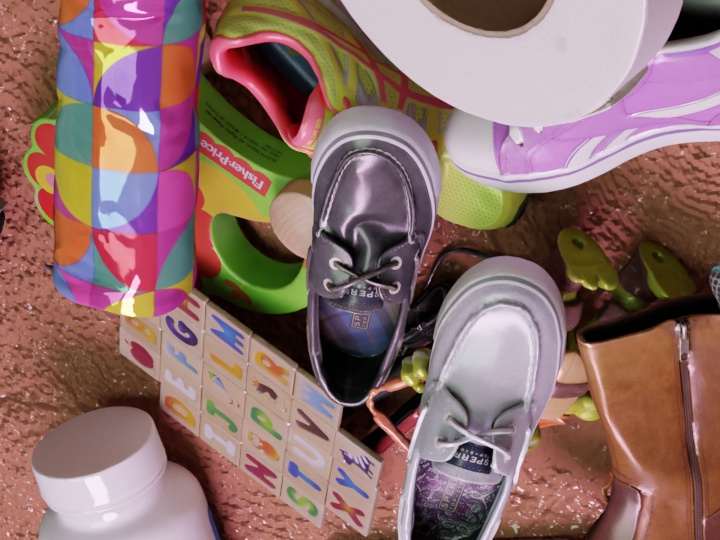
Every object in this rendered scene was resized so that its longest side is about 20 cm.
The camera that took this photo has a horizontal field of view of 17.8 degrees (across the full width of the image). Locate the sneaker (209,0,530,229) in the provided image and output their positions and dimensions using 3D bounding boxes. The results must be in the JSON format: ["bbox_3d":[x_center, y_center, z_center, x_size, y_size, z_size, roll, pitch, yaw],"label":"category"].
[{"bbox_3d":[-0.001,-0.079,1.228,0.200,0.090,0.078,36,131,2],"label":"sneaker"}]

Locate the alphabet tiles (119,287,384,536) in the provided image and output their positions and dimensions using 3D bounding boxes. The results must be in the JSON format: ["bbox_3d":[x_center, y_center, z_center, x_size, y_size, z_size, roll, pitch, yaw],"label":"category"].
[{"bbox_3d":[-0.069,0.080,1.390,0.200,0.006,0.167,36,152,15],"label":"alphabet tiles"}]

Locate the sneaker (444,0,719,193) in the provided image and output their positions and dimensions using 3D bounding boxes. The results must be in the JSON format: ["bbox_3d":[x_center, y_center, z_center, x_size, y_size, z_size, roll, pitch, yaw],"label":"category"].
[{"bbox_3d":[0.113,-0.101,1.127,0.200,0.073,0.114,-15,154,28],"label":"sneaker"}]

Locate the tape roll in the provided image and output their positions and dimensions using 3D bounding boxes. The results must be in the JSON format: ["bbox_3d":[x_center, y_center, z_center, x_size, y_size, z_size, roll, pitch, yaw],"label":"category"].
[{"bbox_3d":[0.056,-0.159,1.042,0.202,0.037,0.203,28,140,27],"label":"tape roll"}]

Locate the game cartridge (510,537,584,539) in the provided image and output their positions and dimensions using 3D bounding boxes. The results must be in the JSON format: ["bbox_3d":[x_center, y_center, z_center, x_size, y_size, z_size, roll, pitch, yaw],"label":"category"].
[{"bbox_3d":[0.083,0.229,1.432,0.199,0.041,0.134,-7,121,34],"label":"game cartridge"}]

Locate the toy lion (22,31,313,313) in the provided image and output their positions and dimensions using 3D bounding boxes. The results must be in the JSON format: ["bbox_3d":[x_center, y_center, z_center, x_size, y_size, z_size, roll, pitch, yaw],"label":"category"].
[{"bbox_3d":[-0.101,-0.043,1.340,0.200,0.069,0.192,35,139,5],"label":"toy lion"}]

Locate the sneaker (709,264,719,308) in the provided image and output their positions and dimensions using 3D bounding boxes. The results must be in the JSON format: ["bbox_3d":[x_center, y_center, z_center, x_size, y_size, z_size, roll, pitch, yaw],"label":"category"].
[{"bbox_3d":[0.246,-0.026,1.118,0.091,0.078,0.200,49,115,15],"label":"sneaker"}]

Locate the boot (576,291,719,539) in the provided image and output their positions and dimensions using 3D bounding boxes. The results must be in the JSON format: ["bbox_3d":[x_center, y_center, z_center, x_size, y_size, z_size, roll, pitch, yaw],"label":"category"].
[{"bbox_3d":[0.138,0.116,1.234,0.188,0.069,0.201,-13,128,-2],"label":"boot"}]

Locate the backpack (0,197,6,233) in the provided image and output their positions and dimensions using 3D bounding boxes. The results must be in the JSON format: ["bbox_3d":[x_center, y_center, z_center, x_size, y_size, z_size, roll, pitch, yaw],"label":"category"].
[{"bbox_3d":[-0.316,0.004,1.419,0.151,0.178,0.200,45,129,-11],"label":"backpack"}]

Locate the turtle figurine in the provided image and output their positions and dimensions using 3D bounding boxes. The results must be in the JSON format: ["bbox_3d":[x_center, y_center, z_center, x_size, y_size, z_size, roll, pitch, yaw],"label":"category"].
[{"bbox_3d":[0.117,0.052,1.264,0.199,0.065,0.161,19,128,-16],"label":"turtle figurine"}]

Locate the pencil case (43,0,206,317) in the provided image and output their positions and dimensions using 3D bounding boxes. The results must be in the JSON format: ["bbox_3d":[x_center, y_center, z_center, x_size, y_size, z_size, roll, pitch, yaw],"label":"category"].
[{"bbox_3d":[-0.122,-0.073,1.217,0.088,0.088,0.201,17,120,20],"label":"pencil case"}]

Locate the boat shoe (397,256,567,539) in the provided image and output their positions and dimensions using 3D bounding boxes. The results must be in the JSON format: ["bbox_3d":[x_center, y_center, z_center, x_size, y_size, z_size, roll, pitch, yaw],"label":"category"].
[{"bbox_3d":[0.062,0.087,1.204,0.070,0.072,0.201,12,127,-2],"label":"boat shoe"}]

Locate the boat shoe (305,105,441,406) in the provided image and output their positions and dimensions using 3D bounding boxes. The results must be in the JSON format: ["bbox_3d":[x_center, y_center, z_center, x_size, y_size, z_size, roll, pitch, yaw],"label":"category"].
[{"bbox_3d":[0.000,0.000,1.216,0.070,0.066,0.200,9,141,-3],"label":"boat shoe"}]

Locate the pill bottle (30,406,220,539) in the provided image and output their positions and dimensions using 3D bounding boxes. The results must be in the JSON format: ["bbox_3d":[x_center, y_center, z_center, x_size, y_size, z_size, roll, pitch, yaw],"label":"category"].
[{"bbox_3d":[-0.142,0.192,1.488,0.112,0.112,0.201,0,120,31],"label":"pill bottle"}]

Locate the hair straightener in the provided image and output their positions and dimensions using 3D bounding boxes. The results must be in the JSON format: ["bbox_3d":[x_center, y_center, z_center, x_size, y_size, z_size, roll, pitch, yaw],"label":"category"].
[{"bbox_3d":[0.027,0.047,1.332,0.077,0.041,0.200,46,132,-5],"label":"hair straightener"}]
